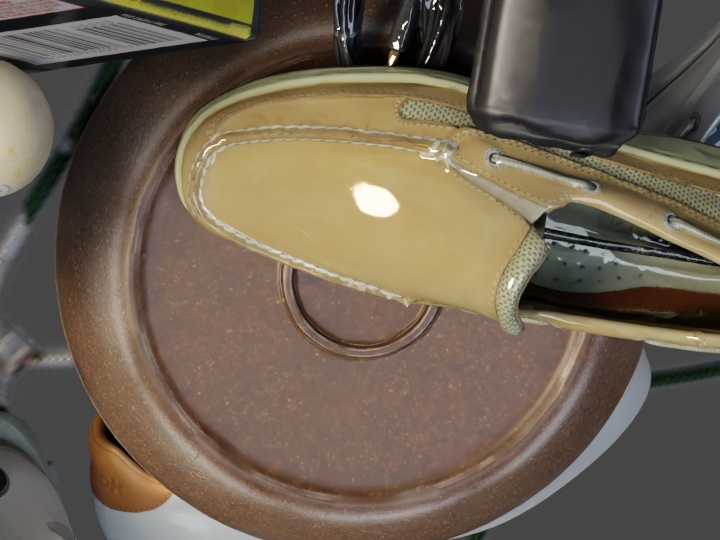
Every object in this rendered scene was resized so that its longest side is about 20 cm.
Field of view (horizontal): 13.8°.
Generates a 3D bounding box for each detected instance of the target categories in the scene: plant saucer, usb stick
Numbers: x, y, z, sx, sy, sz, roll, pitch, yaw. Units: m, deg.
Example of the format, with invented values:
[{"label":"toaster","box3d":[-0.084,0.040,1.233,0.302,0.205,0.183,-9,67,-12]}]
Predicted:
[{"label":"plant saucer","box3d":[0.000,0.000,0.969,0.200,0.034,0.201,-1,102,-3]},{"label":"usb stick","box3d":[0.071,-0.134,0.879,0.055,0.033,0.200,8,94,-11]}]

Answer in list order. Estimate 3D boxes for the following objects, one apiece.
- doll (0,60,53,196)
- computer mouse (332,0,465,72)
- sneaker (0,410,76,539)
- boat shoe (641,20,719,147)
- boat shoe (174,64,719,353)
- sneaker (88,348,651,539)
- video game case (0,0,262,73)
[{"label":"doll","box3d":[-0.170,-0.011,0.873,0.200,0.049,0.136,-25,130,26]},{"label":"computer mouse","box3d":[0.039,-0.145,0.921,0.059,0.034,0.200,22,101,-21]},{"label":"sneaker","box3d":[-0.112,0.151,1.044,0.074,0.089,0.200,-22,127,-6]},{"label":"boat shoe","box3d":[0.155,-0.065,1.009,0.200,0.067,0.074,-45,124,11]},{"label":"boat shoe","box3d":[0.042,-0.013,0.906,0.199,0.076,0.072,6,121,-3]},{"label":"sneaker","box3d":[0.002,0.048,1.024,0.200,0.073,0.085,-21,128,-4]},{"label":"video game case","box3d":[-0.158,-0.080,0.802,0.181,0.200,0.026,11,79,-47]}]
